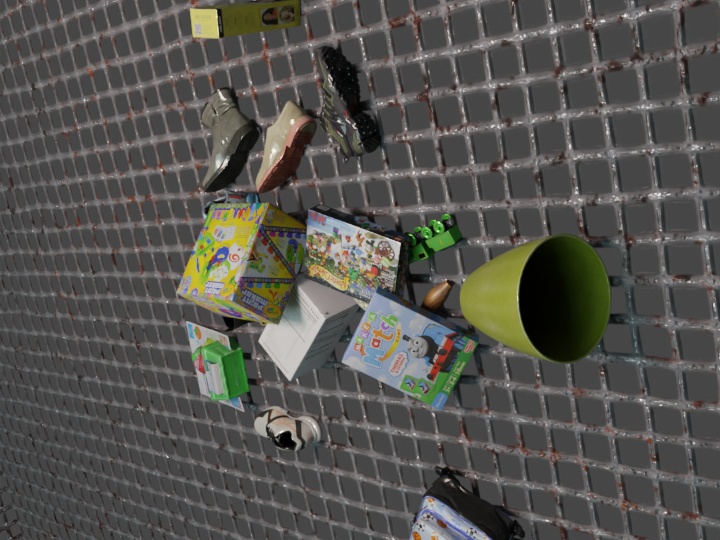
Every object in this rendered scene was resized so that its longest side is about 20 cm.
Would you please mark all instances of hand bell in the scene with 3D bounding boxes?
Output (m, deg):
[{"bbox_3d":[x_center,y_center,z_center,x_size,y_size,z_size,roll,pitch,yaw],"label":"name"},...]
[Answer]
[{"bbox_3d":[0.099,0.086,1.637,0.104,0.104,0.200,49,122,16],"label":"hand bell"}]

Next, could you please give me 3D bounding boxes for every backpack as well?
[{"bbox_3d":[0.175,0.500,1.685,0.199,0.154,0.192,35,139,25],"label":"backpack"}]

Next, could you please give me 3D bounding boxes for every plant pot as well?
[{"bbox_3d":[0.249,0.043,1.411,0.199,0.185,0.190,-3,106,60],"label":"plant pot"}]

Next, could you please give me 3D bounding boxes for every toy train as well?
[{"bbox_3d":[0.098,-0.043,1.601,0.199,0.042,0.057,-24,100,46],"label":"toy train"}]

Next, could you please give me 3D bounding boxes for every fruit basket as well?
[{"bbox_3d":[-0.341,0.221,2.098,0.198,0.093,0.188,9,113,45],"label":"fruit basket"}]

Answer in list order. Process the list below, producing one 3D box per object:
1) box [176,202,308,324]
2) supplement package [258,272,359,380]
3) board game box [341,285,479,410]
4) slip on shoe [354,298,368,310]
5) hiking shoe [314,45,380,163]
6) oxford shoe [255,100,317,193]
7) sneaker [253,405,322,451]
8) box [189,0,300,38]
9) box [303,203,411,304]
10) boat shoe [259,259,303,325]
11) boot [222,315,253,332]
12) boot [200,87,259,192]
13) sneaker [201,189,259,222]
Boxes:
[{"bbox_3d":[-0.222,-0.016,1.740,0.198,0.121,0.195,5,70,49],"label":"box"},{"bbox_3d":[-0.100,0.101,1.799,0.114,0.109,0.201,49,134,19],"label":"supplement package"},{"bbox_3d":[0.086,0.137,1.600,0.198,0.037,0.153,26,113,-1],"label":"board game box"},{"bbox_3d":[0.000,0.000,1.698,0.201,0.061,0.074,51,128,9],"label":"slip on shoe"},{"bbox_3d":[-0.046,-0.289,1.608,0.100,0.075,0.203,-19,94,43],"label":"hiking shoe"},{"bbox_3d":[-0.152,-0.233,1.746,0.074,0.070,0.201,52,125,21],"label":"oxford shoe"},{"bbox_3d":[-0.176,0.348,2.002,0.198,0.080,0.075,-1,108,46],"label":"sneaker"},{"bbox_3d":[-0.198,-0.442,1.600,0.075,0.199,0.051,14,117,38],"label":"box"},{"bbox_3d":[-0.009,-0.023,1.631,0.198,0.038,0.139,21,119,28],"label":"box"},{"bbox_3d":[-0.158,0.018,1.816,0.071,0.076,0.203,15,109,-7],"label":"boat shoe"},{"bbox_3d":[-0.234,0.017,1.874,0.077,0.137,0.203,1,106,43],"label":"boot"},{"bbox_3d":[-0.286,-0.266,1.868,0.131,0.067,0.200,54,128,19],"label":"boot"},{"bbox_3d":[-0.293,-0.112,1.897,0.200,0.095,0.080,-38,48,41],"label":"sneaker"}]
